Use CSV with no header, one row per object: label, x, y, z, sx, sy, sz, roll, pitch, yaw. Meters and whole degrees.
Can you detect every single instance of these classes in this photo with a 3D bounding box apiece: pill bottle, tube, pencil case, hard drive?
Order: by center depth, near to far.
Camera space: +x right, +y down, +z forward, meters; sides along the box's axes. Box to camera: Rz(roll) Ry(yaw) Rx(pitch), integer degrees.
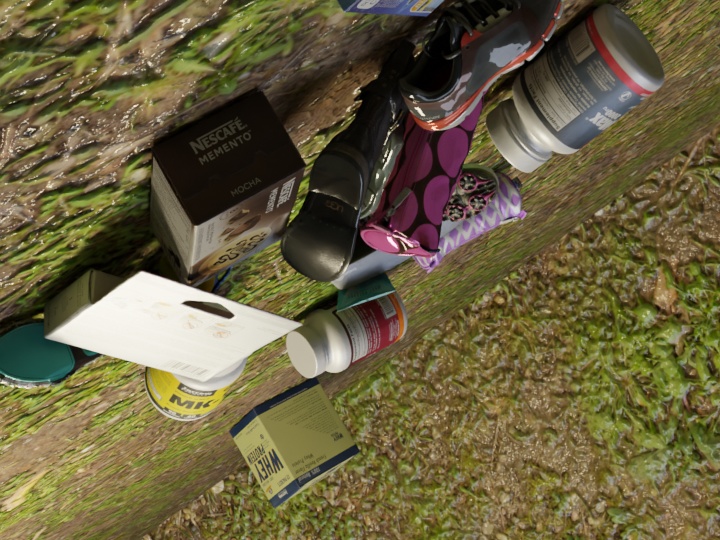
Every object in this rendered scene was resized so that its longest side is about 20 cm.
pencil case,0.065,-0.114,1.300,0.090,0.203,0.094,10,167,32
pill bottle,0.252,-0.211,1.566,0.199,0.120,0.119,-38,169,31
hard drive,0.037,-0.053,1.668,0.198,0.043,0.135,-30,-153,0
pill bottle,-0.208,0.113,1.686,0.113,0.115,0.200,-27,169,-27
tube,0.000,0.000,1.704,0.077,0.051,0.200,-24,-157,5
pencil case,0.162,-0.077,2.030,0.198,0.086,0.084,-28,171,-20
pill bottle,-0.025,0.102,2.222,0.199,0.114,0.113,-26,168,-33

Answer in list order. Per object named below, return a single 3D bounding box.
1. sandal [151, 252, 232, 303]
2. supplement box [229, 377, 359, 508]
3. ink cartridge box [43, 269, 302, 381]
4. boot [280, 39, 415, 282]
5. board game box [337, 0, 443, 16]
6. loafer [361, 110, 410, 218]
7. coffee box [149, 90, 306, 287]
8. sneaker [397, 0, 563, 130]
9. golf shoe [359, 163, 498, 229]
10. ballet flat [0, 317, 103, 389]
sandal,-0.190,0.016,1.400,0.200,0.080,0.087,-36,-169,49
supplement box,-0.147,0.384,2.935,0.199,0.201,0.134,-24,167,-41
ink cartridge box,-0.185,0.043,1.295,0.198,0.044,0.173,20,142,-38
boot,0.000,-0.100,1.243,0.175,0.069,0.201,-62,178,-42
board game box,0.079,-0.268,0.981,0.199,0.035,0.135,-39,168,29
loafer,0.029,-0.116,1.434,0.062,0.073,0.200,-15,162,-22
coffee box,-0.124,-0.067,1.180,0.112,0.080,0.200,-29,170,-17
sneaker,0.110,-0.216,1.179,0.201,0.077,0.082,-52,148,4
golf shoe,0.082,-0.104,1.584,0.198,0.073,0.092,-8,-146,35
ballet flat,-0.308,0.077,1.334,0.063,0.077,0.199,-16,180,42
